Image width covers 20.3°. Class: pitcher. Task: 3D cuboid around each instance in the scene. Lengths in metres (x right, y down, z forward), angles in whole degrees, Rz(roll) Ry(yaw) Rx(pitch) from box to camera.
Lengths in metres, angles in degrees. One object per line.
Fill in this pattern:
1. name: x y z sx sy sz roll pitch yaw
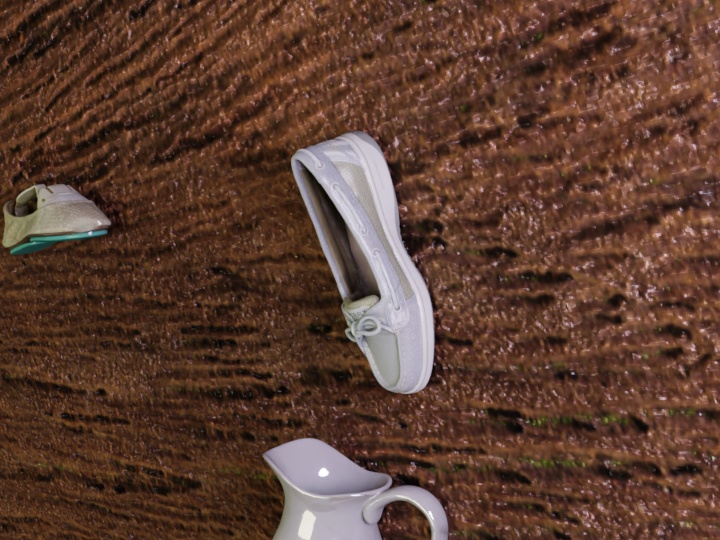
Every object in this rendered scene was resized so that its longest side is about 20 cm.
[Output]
1. pitcher: -0.008 0.254 1.619 0.171 0.121 0.201 14 107 36

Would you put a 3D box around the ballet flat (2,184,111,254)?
1. ballet flat: -0.302 -0.054 1.932 0.200 0.067 0.063 -9 89 57

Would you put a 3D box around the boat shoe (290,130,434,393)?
1. boat shoe: 0.001 -0.001 1.502 0.074 0.065 0.203 0 107 56
